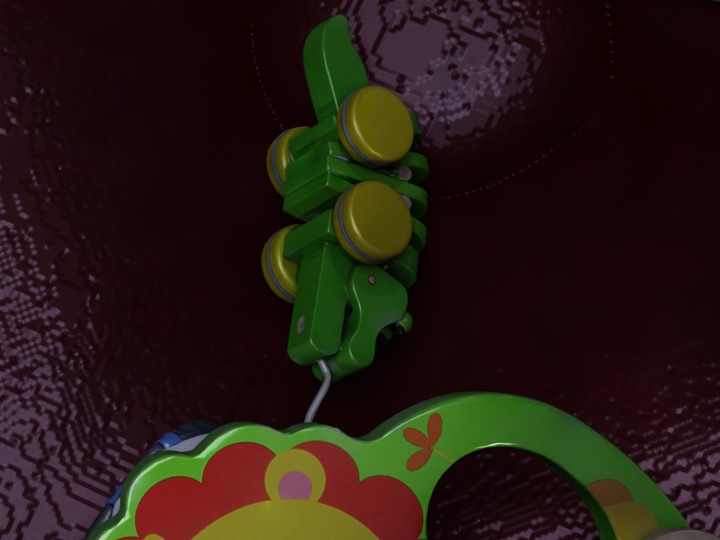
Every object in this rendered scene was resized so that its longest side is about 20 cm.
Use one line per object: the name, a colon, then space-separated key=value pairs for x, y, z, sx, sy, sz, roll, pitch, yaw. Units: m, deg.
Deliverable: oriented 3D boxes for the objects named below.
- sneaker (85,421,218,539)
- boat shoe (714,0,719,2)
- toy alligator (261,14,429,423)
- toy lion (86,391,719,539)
sneaker: x=-0.087 y=0.153 z=0.900 sx=0.077 sy=0.076 sz=0.200 roll=32 pitch=83 yaw=16
boat shoe: x=0.124 y=-0.143 z=0.954 sx=0.199 sy=0.062 sz=0.072 roll=1 pitch=77 yaw=7
toy alligator: x=0.000 y=0.000 z=0.938 sx=0.054 sy=0.059 sz=0.201 roll=17 pitch=62 yaw=-32
toy lion: x=0.005 y=0.120 z=0.859 sx=0.192 sy=0.069 sz=0.200 roll=43 pitch=83 yaw=-6
